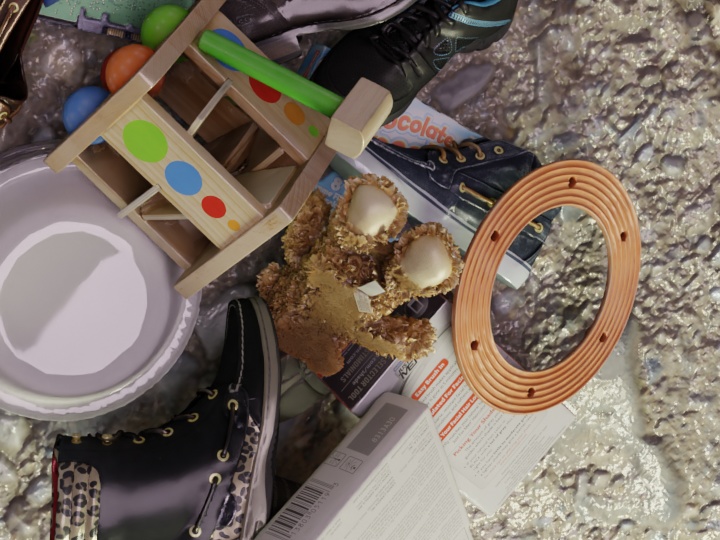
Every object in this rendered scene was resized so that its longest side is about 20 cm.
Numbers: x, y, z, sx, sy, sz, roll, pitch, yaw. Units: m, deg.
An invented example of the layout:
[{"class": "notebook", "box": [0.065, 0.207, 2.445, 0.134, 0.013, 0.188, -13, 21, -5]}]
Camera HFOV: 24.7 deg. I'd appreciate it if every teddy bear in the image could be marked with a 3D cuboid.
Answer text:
[{"class": "teddy bear", "box": [0.000, 0.000, 1.165, 0.145, 0.200, 0.067, 26, 54, 6]}]

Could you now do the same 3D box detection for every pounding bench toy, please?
[{"class": "pounding bench toy", "box": [-0.092, -0.111, 1.113, 0.156, 0.124, 0.200, 45, 132, -13]}]

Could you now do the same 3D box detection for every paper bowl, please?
[{"class": "paper bowl", "box": [-0.214, 0.011, 1.194, 0.200, 0.104, 0.202, -4, 105, -17]}]

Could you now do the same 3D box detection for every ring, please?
[{"class": "ring", "box": [0.140, 0.013, 1.251, 0.200, 0.019, 0.201, -15, 114, -37]}]

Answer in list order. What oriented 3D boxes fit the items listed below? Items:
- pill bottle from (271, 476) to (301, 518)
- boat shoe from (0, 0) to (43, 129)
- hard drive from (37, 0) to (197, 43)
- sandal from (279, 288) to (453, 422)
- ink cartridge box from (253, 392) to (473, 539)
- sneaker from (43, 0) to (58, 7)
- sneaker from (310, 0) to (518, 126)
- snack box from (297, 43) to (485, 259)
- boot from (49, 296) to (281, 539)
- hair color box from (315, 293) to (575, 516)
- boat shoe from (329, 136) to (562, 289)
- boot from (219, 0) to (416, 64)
[{"class": "pill bottle", "box": [-0.044, 0.228, 1.283, 0.199, 0.113, 0.113, 22, 97, -20]}, {"class": "boat shoe", "box": [-0.262, -0.130, 1.127, 0.070, 0.071, 0.200, 21, 127, -3]}, {"class": "hard drive", "box": [-0.168, -0.268, 1.173, 0.139, 0.038, 0.201, 10, 100, -18]}, {"class": "sandal", "box": [-0.016, 0.057, 1.288, 0.199, 0.055, 0.082, -27, 128, -12]}, {"class": "ink cartridge box", "box": [0.014, 0.215, 1.211, 0.161, 0.050, 0.200, -47, 135, -31]}, {"class": "sneaker", "box": [-0.168, -0.261, 1.091, 0.200, 0.070, 0.078, -37, 107, 21]}, {"class": "sneaker", "box": [0.041, -0.178, 1.204, 0.073, 0.082, 0.200, 45, 62, 11]}, {"class": "snack box", "box": [0.024, -0.077, 1.276, 0.199, 0.037, 0.117, 27, 93, -20]}, {"class": "boot", "box": [-0.138, 0.113, 1.166, 0.153, 0.073, 0.205, 6, 77, -13]}, {"class": "hair color box", "box": [0.070, 0.098, 1.288, 0.111, 0.064, 0.200, -49, 132, 0]}, {"class": "boat shoe", "box": [0.065, -0.073, 1.238, 0.200, 0.071, 0.091, 33, 85, -25]}, {"class": "boot", "box": [-0.048, -0.247, 1.154, 0.199, 0.069, 0.175, -25, 110, -2]}]
